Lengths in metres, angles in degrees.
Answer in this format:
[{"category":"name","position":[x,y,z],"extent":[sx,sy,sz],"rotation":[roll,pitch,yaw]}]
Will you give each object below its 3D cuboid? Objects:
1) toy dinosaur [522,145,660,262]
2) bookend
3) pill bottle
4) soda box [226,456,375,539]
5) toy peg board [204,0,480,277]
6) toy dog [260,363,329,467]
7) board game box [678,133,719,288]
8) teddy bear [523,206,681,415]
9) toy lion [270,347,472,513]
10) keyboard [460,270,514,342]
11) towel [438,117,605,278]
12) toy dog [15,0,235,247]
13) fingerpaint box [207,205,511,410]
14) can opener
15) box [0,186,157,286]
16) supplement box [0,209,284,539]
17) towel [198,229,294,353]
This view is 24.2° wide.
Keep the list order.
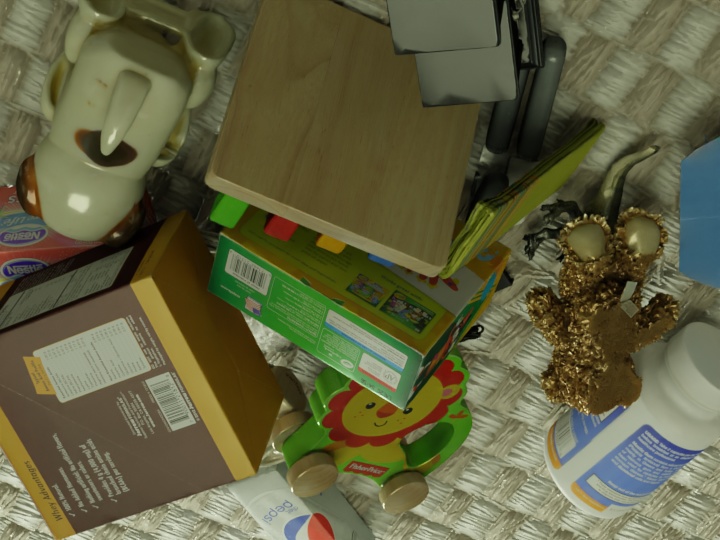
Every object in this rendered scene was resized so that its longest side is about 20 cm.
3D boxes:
[{"category":"toy dinosaur","position":[0.196,-0.036,1.483],"extent":[0.087,0.048,0.201],"rotation":[0,133,-12]},{"category":"bookend","position":[0.077,-0.196,1.230],"extent":[0.091,0.200,0.200],"rotation":[-3,121,11]},{"category":"pill bottle","position":[0.273,0.138,1.584],"extent":[0.112,0.113,0.200],"rotation":[29,130,-18]},{"category":"soda box","position":[-0.059,0.254,1.765],"extent":[0.063,0.069,0.200],"rotation":[-19,126,23]},{"category":"toy peg board","position":[-0.020,-0.100,1.368],"extent":[0.198,0.201,0.098],"rotation":[22,149,-12]},{"category":"toy dog","position":[-0.077,0.113,1.602],"extent":[0.131,0.097,0.200],"rotation":[-21,163,5]},{"category":"board game box","position":[0.351,-0.064,1.443],"extent":[0.157,0.039,0.201],"rotation":[-5,136,5]},{"category":"teddy bear","position":[0.212,0.030,1.484],"extent":[0.144,0.067,0.201],"rotation":[-25,128,-11]},{"category":"toy lion","position":[0.028,0.128,1.502],"extent":[0.199,0.069,0.192],"rotation":[19,126,-45]},{"category":"keyboard","position":[0.053,0.040,1.588],"extent":[0.199,0.021,0.127],"rotation":[-23,125,27]},{"category":"towel","position":[0.133,-0.061,1.380],"extent":[0.018,0.200,0.086],"rotation":[43,132,10]},{"category":"toy dog","position":[-0.199,-0.113,1.377],"extent":[0.139,0.195,0.201],"rotation":[15,127,-22]},{"category":"fingerpaint box","position":[0.000,0.000,1.416],"extent":[0.199,0.167,0.074],"rotation":[30,134,12]},{"category":"can opener","position":[0.132,-0.108,1.418],"extent":[0.052,0.067,0.201],"rotation":[11,128,-1]},{"category":"box","position":[-0.288,-0.013,1.536],"extent":[0.198,0.095,0.103],"rotation":[-3,131,10]},{"category":"supplement box","position":[-0.203,0.091,1.434],"extent":[0.199,0.133,0.198],"rotation":[-20,111,17]},{"category":"towel","position":[-0.114,0.024,1.545],"extent":[0.131,0.035,0.200],"rotation":[12,154,-2]}]
